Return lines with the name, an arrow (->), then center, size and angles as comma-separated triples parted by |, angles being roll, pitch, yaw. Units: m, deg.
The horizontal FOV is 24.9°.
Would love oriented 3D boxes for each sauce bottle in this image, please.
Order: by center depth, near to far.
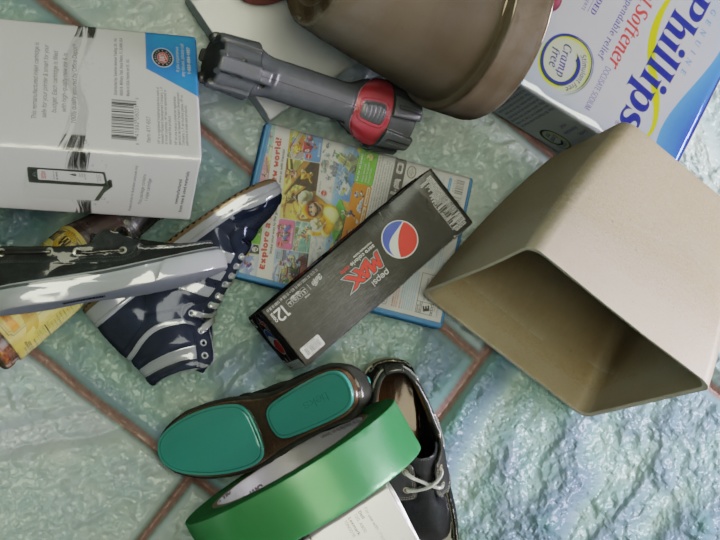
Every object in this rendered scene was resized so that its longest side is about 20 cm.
sauce bottle -> -0.247, -0.003, 1.385 | 0.200, 0.066, 0.066 | -45, 96, -15

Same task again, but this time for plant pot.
plant pot -> 0.039, -0.243, 1.366 | 0.173, 0.200, 0.201 | 12, 81, -30
plant pot -> 0.213, -0.009, 1.435 | 0.200, 0.200, 0.177 | 38, 66, -13

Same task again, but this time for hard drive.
hard drive -> -0.041, -0.243, 1.479 | 0.200, 0.027, 0.132 | -35, 94, -15

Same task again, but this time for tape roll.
tape roll -> -0.047, 0.176, 1.344 | 0.200, 0.200, 0.048 | -31, 92, -15

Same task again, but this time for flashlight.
flashlight -> -0.045, -0.158, 1.426 | 0.199, 0.068, 0.068 | 15, 50, -25

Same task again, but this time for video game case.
video game case -> -0.007, -0.039, 1.471 | 0.199, 0.018, 0.144 | 14, 82, -12

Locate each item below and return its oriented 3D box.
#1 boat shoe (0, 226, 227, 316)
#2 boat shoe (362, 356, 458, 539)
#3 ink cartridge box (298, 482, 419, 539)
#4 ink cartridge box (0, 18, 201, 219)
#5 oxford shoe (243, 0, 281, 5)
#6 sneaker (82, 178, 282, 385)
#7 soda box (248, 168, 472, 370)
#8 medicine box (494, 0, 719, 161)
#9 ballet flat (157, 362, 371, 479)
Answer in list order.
boat shoe -> -0.210, -0.006, 1.326 | 0.199, 0.069, 0.057 | -10, 83, -11
boat shoe -> 0.045, 0.176, 1.436 | 0.072, 0.068, 0.201 | -14, 92, -15
ink cartridge box -> -0.053, 0.257, 1.357 | 0.200, 0.146, 0.085 | -31, 94, -11
ink cartridge box -> -0.238, -0.127, 1.360 | 0.199, 0.084, 0.146 | 4, 52, -12
oxford shoe -> -0.018, -0.292, 1.437 | 0.200, 0.075, 0.071 | -29, 92, -15
sneaker -> -0.128, 0.015, 1.402 | 0.200, 0.070, 0.109 | -37, 90, -3
soda box -> 0.000, 0.000, 1.422 | 0.200, 0.071, 0.063 | -40, 93, -15
medicine box -> 0.224, -0.203, 1.501 | 0.200, 0.103, 0.183 | 30, 78, -8
ballet flat -> -0.076, 0.132, 1.398 | 0.199, 0.068, 0.068 | -19, 85, 19
